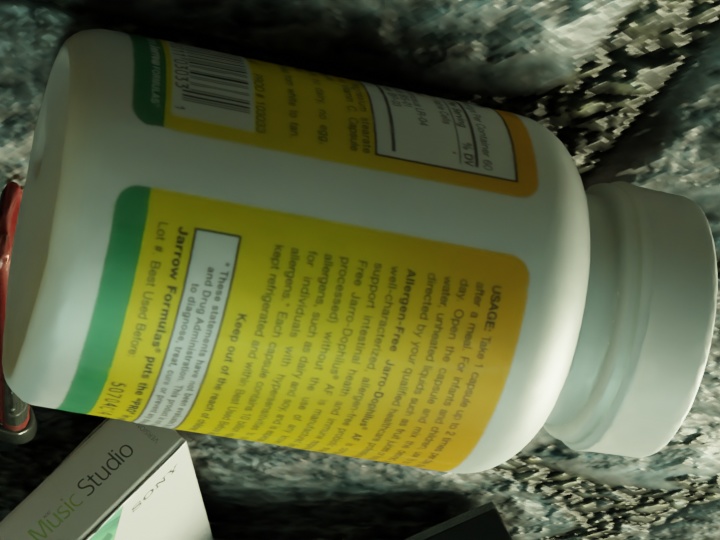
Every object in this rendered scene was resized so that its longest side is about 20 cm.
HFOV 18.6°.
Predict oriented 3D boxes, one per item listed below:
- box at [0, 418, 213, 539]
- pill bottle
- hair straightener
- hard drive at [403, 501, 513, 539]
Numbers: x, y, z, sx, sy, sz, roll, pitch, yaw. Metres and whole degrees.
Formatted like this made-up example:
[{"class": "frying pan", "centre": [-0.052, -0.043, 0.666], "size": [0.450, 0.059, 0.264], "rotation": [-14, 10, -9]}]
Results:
[{"class": "box", "centre": [-0.123, 0.151, 0.936], "size": [0.036, 0.144, 0.200], "rotation": [38, 160, 21]}, {"class": "pill bottle", "centre": [0.000, 0.000, 0.663], "size": [0.200, 0.113, 0.113], "rotation": [10, 151, -15]}, {"class": "hair straightener", "centre": [-0.158, 0.022, 0.806], "size": [0.077, 0.041, 0.200], "rotation": [5, 156, -4]}, {"class": "hard drive", "centre": [-0.024, 0.181, 0.996], "size": [0.200, 0.033, 0.140], "rotation": [-22, 153, -10]}]
